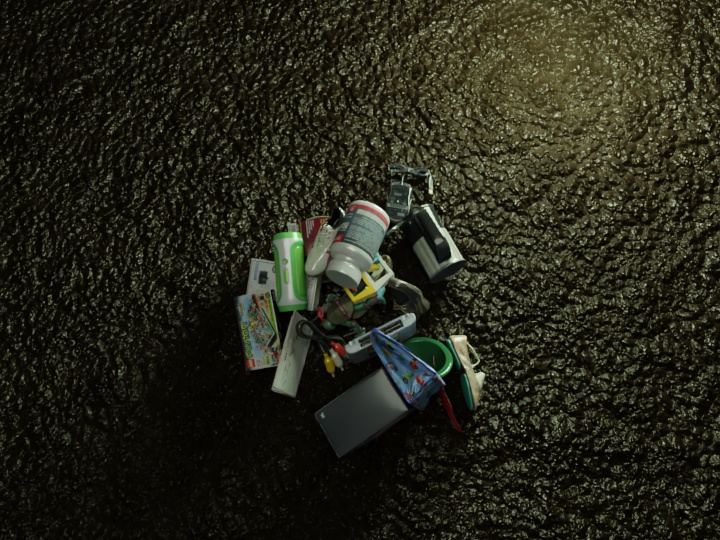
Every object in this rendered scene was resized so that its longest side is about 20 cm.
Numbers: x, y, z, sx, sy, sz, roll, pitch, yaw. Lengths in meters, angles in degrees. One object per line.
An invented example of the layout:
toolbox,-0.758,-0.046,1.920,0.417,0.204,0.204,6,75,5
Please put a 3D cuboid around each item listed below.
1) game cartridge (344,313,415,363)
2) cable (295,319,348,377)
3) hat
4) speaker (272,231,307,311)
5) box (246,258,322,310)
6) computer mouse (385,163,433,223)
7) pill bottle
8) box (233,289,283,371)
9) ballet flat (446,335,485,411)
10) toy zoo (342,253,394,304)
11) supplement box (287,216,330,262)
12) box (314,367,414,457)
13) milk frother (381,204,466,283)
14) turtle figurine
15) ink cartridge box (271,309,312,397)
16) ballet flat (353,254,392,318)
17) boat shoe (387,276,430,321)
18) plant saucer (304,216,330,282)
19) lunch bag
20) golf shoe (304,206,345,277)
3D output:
game cartridge,0.056,0.181,1.443,0.197,0.133,0.041,-26,72,-4
cable,-0.090,0.187,1.441,0.050,0.201,0.097,14,56,43
hat,0.168,0.307,1.456,0.163,0.179,0.201,-9,31,-4
speaker,-0.185,0.004,1.447,0.087,0.088,0.204,-5,87,1
box,-0.210,0.038,1.524,0.196,0.060,0.119,10,90,9
computer mouse,0.143,-0.218,1.621,0.138,0.046,0.203,5,67,0
pill bottle,-0.011,-0.064,1.403,0.118,0.120,0.202,19,67,9
box,-0.271,0.161,1.484,0.108,0.035,0.204,-11,88,8
ballet flat,0.288,0.263,1.442,0.066,0.068,0.203,-13,73,-9
toy zoo,0.000,0.000,1.449,0.130,0.021,0.201,-33,60,-5
supplement box,-0.102,-0.088,1.547,0.196,0.061,0.111,-9,72,-1
box,0.019,0.345,1.343,0.199,0.198,0.124,-35,73,4
milk frother,0.154,-0.057,1.509,0.199,0.180,0.190,-34,70,14
turtle figurine,-0.035,0.109,1.468,0.199,0.101,0.151,-39,77,10
ink cartridge box,-0.187,0.216,1.423,0.043,0.174,0.203,9,72,17
ballet flat,0.023,0.039,1.530,0.067,0.062,0.202,29,76,12
boat shoe,0.125,0.083,1.443,0.074,0.200,0.074,19,76,39
plant saucer,-0.112,-0.058,1.586,0.196,0.032,0.204,-1,71,3
lunch bag,0.093,0.222,1.300,0.094,0.151,0.200,-46,64,-3
golf shoe,-0.097,-0.078,1.450,0.072,0.092,0.202,15,64,27
